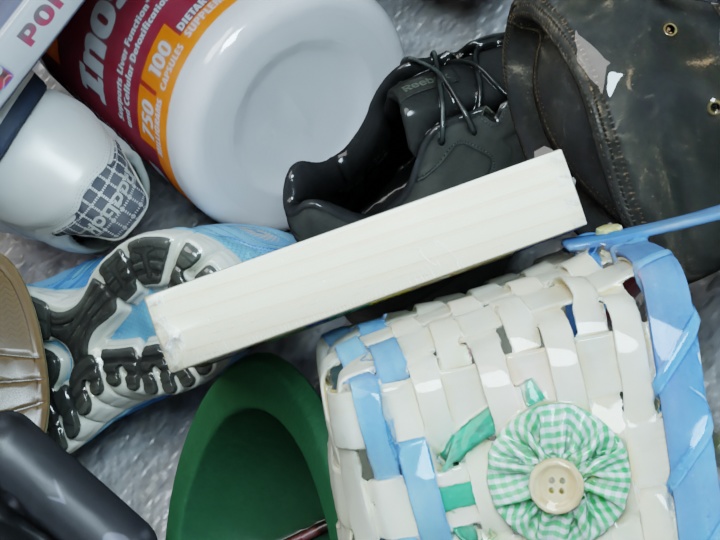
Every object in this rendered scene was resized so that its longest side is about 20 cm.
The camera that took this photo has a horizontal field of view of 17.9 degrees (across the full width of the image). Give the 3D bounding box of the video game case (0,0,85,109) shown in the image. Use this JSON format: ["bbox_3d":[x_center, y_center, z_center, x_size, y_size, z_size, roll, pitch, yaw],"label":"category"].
[{"bbox_3d":[-0.140,-0.136,0.940,0.183,0.023,0.200,-51,26,9],"label":"video game case"}]

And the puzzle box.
[{"bbox_3d":[0.000,0.000,0.759,0.132,0.200,0.026,-20,89,-1],"label":"puzzle box"}]

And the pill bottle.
[{"bbox_3d":[-0.077,-0.107,0.991,0.113,0.113,0.200,-49,45,-2],"label":"pill bottle"}]

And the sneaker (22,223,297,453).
[{"bbox_3d":[-0.092,0.027,0.952,0.199,0.090,0.079,-15,92,45],"label":"sneaker"}]

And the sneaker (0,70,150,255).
[{"bbox_3d":[-0.133,-0.039,0.985,0.077,0.080,0.200,-60,7,-1],"label":"sneaker"}]

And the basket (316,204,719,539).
[{"bbox_3d":[0.093,0.071,0.683,0.198,0.178,0.139,-13,7,-10],"label":"basket"}]

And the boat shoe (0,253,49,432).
[{"bbox_3d":[-0.163,0.092,0.917,0.065,0.071,0.202,141,129,-73],"label":"boat shoe"}]

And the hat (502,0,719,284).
[{"bbox_3d":[0.100,-0.051,0.755,0.081,0.202,0.200,-32,41,-21],"label":"hat"}]

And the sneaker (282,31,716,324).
[{"bbox_3d":[0.057,-0.057,0.876,0.200,0.091,0.076,-40,44,6],"label":"sneaker"}]

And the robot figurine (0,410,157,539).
[{"bbox_3d":[-0.149,0.136,0.815,0.150,0.200,0.125,-46,2,-19],"label":"robot figurine"}]

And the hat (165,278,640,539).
[{"bbox_3d":[0.041,0.104,0.832,0.166,0.175,0.201,65,144,37],"label":"hat"}]
